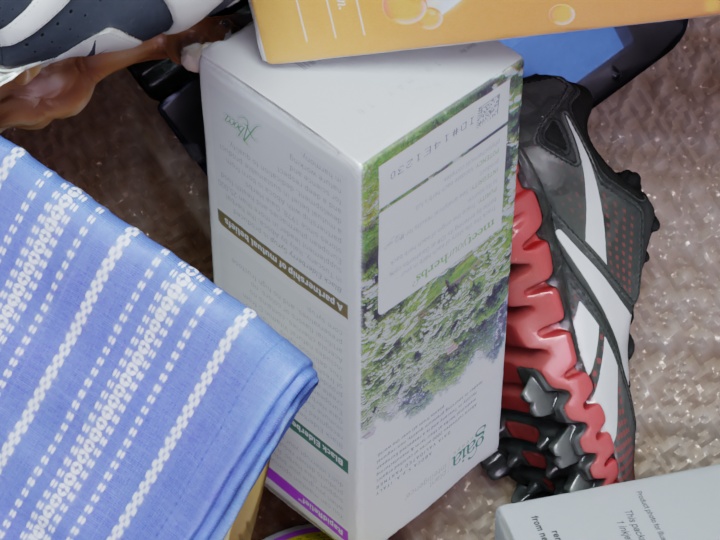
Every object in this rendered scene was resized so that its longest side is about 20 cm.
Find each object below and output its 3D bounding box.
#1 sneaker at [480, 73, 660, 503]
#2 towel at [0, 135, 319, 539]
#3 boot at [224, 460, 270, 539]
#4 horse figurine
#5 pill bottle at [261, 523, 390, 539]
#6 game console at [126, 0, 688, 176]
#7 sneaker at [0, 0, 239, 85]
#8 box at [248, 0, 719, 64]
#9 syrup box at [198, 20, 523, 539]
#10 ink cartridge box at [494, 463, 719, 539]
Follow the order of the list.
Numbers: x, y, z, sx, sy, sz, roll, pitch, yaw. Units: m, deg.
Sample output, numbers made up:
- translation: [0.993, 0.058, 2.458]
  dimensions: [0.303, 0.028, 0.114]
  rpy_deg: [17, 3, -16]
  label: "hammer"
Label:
- translation: [0.078, 0.012, 0.908]
  dimensions: [0.098, 0.071, 0.201]
  rpy_deg: [-35, 117, -30]
  label: "sneaker"
- translation: [-0.124, 0.034, 0.694]
  dimensions: [0.200, 0.024, 0.145]
  rpy_deg: [34, 103, 14]
  label: "towel"
- translation: [-0.117, 0.088, 0.761]
  dimensions: [0.155, 0.073, 0.200]
  rpy_deg: [19, 49, -6]
  label: "boot"
- translation: [-0.145, -0.051, 0.780]
  dimensions: [0.200, 0.133, 0.050]
  rpy_deg: [-17, 103, 20]
  label: "horse figurine"
- translation: [0.001, 0.159, 0.845]
  dimensions: [0.104, 0.200, 0.104]
  rpy_deg: [-1, 95, -10]
  label: "pill bottle"
- translation: [0.016, -0.107, 0.869]
  dimensions: [0.200, 0.171, 0.118]
  rpy_deg: [-37, 73, -5]
  label: "game console"
- translation: [-0.121, -0.141, 0.657]
  dimensions: [0.130, 0.079, 0.199]
  rpy_deg: [-33, 116, -22]
  label: "sneaker"
- translation: [0.058, -0.149, 0.726]
  dimensions: [0.200, 0.098, 0.124]
  rpy_deg: [-6, 131, 11]
  label: "box"
- translation: [0.000, 0.000, 0.829]
  dimensions: [0.079, 0.081, 0.200]
  rpy_deg: [-35, 145, -30]
  label: "syrup box"
- translation: [0.158, 0.149, 0.906]
  dimensions: [0.200, 0.083, 0.147]
  rpy_deg: [-9, 127, -10]
  label: "ink cartridge box"
